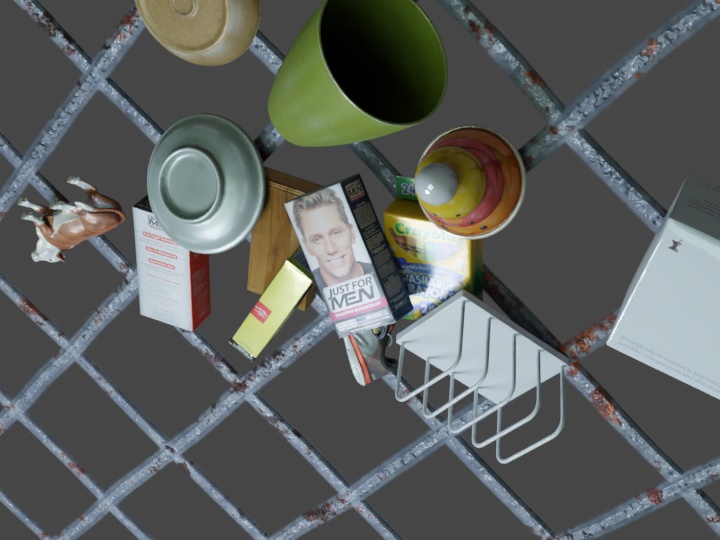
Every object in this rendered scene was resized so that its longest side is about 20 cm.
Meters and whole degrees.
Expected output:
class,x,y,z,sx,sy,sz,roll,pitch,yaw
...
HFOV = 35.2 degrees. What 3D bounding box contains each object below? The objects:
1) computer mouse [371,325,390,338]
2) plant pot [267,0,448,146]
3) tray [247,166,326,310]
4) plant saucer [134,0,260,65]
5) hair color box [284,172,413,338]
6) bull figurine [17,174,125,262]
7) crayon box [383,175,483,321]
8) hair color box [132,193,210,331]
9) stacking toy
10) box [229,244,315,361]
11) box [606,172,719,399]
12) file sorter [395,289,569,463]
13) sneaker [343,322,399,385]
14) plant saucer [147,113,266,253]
class,x,y,z,sx,sy,sz,roll,pitch,yaw
computer mouse,0.000,0.000,1.575,0.059,0.034,0.200,-14,93,48
plant pot,-0.025,-0.232,1.406,0.187,0.187,0.200,52,144,-10
tray,-0.109,-0.043,1.644,0.099,0.037,0.200,19,126,16
plant saucer,-0.228,-0.361,1.504,0.200,0.035,0.200,13,125,20
hair color box,-0.016,-0.019,1.526,0.100,0.061,0.200,-18,97,33
bull figurine,-0.463,-0.077,1.781,0.200,0.065,0.121,-22,141,29
crayon box,0.099,-0.022,1.537,0.126,0.052,0.200,10,123,22
hair color box,-0.288,-0.013,1.741,0.101,0.061,0.200,17,127,18
stacking toy,0.108,-0.105,1.366,0.146,0.200,0.146,2,96,23
box,-0.116,0.044,1.633,0.050,0.075,0.200,39,131,1
box,0.428,0.027,1.341,0.199,0.131,0.200,27,128,11
file sorter,0.162,0.149,1.524,0.200,0.125,0.139,33,132,-23
sneaker,0.007,0.064,1.644,0.082,0.077,0.200,-15,108,1
plant saucer,-0.230,-0.122,1.601,0.200,0.050,0.200,3,97,25
